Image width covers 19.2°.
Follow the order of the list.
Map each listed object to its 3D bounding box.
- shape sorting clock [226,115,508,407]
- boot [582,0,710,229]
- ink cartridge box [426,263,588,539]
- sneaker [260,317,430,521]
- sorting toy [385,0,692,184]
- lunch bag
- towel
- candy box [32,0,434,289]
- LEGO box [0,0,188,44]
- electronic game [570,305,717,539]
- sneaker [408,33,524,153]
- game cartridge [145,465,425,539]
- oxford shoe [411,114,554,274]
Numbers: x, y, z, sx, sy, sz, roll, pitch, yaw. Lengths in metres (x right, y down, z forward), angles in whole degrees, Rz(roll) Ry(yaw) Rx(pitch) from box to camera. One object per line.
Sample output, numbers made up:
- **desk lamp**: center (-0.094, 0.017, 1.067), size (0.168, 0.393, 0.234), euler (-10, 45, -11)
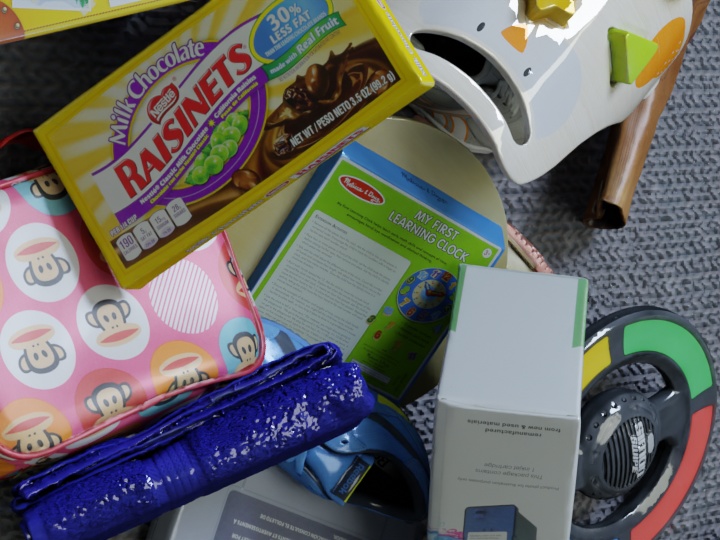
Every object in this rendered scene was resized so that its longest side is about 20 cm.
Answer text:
- **shape sorting clock**: center (0.000, 0.000, 1.309), size (0.199, 0.039, 0.201), euler (-10, 117, -19)
- **boot**: center (0.187, -0.138, 1.419), size (0.068, 0.188, 0.200), euler (20, 78, 0)
- **ink cartridge box**: center (0.088, 0.120, 1.296), size (0.145, 0.087, 0.200), euler (-77, 173, -56)
- **sneaker**: center (-0.035, 0.090, 1.271), size (0.200, 0.079, 0.066), euler (32, 109, -28)
- **sorting toy**: center (0.097, -0.149, 1.270), size (0.200, 0.107, 0.180), euler (42, 62, -9)
- **lunch bag**: center (-0.163, 0.009, 1.158), size (0.200, 0.082, 0.177), euler (-18, 82, -38)
- **towel**: center (-0.094, 0.099, 1.165), size (0.200, 0.148, 0.050), euler (-23, 85, -9)
- **candy box**: center (-0.069, -0.084, 1.104), size (0.102, 0.200, 0.026), euler (60, 19, 11)
- **LEGO box**: center (-0.158, -0.171, 1.122), size (0.200, 0.149, 0.077), euler (-19, 105, -37)
- **electronic game**: center (0.174, 0.120, 1.463), size (0.200, 0.042, 0.201), euler (-18, 119, -36)
- **sneaker**: center (0.071, -0.122, 1.354), size (0.200, 0.092, 0.076), euler (16, 84, -39)
- **game cartridge**: center (-0.052, 0.191, 1.310), size (0.200, 0.041, 0.133), euler (27, 73, -37)
- **oxford shoe**: center (0.068, -0.010, 1.387), size (0.074, 0.071, 0.200), euler (-43, 118, -4)
